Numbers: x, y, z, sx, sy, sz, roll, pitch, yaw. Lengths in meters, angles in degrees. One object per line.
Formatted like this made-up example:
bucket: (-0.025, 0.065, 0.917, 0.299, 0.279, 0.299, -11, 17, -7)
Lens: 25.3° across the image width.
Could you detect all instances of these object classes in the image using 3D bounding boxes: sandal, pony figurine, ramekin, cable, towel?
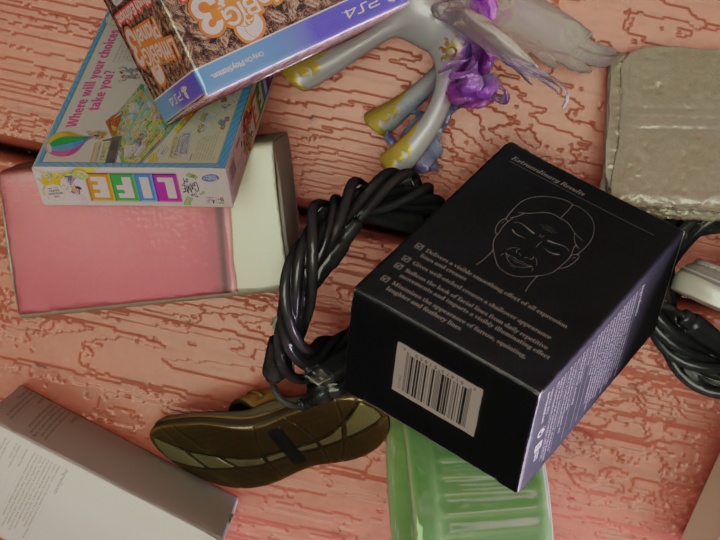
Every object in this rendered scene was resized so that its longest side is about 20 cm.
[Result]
sandal: (-0.066, 0.117, 1.226, 0.200, 0.054, 0.080, -15, 126, 24)
pony figurine: (0.068, -0.167, 1.153, 0.193, 0.167, 0.200, 42, 113, 4)
ramekin: (0.077, 0.180, 1.169, 0.098, 0.200, 0.200, -4, 98, -4)
cable: (0.000, 0.000, 1.156, 0.051, 0.200, 0.163, 24, 132, 33)
cable: (0.298, 0.023, 1.205, 0.200, 0.051, 0.163, 8, 103, -1)
towel: (0.276, -0.097, 1.169, 0.200, 0.034, 0.133, 4, 73, 8)

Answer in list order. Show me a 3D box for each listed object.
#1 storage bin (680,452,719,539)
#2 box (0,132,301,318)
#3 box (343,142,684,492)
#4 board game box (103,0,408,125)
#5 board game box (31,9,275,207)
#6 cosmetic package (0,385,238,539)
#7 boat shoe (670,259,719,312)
storage bin: (0.357, 0.181, 1.177, 0.198, 0.094, 0.200, 16, 113, -4)
box: (-0.149, -0.036, 1.179, 0.200, 0.128, 0.109, -6, 98, 3)
box: (0.106, 0.027, 1.114, 0.148, 0.200, 0.107, 30, 140, 22)
board game box: (-0.092, -0.224, 1.051, 0.159, 0.097, 0.200, -29, 95, -22)
board game box: (-0.136, -0.122, 1.130, 0.134, 0.200, 0.034, 2, 133, 11)
cosmetic package: (-0.202, 0.177, 1.223, 0.200, 0.108, 0.085, 29, 99, 0)
boat shoe: (0.322, 0.013, 1.141, 0.201, 0.070, 0.072, 14, 93, -6)
